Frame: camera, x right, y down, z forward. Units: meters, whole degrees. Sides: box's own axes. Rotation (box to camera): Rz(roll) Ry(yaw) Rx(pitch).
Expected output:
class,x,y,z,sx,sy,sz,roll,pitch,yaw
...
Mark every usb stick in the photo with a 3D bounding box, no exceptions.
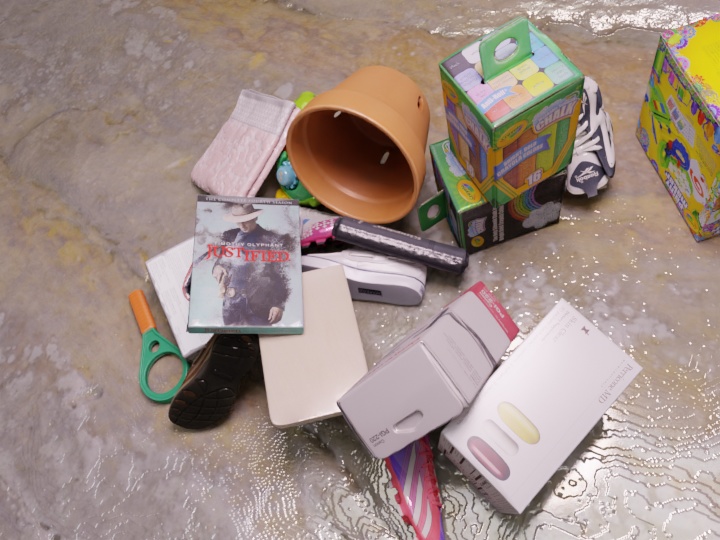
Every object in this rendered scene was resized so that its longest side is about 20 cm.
class,x,y,z,sx,sy,sz,roll,pitch,yaw
usb stick,0.057,-0.037,0.858,0.196,0.033,0.056,16,26,6

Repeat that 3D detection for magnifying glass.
class,x,y,z,sx,sy,sz,roll,pitch,yaw
magnifying glass,-0.318,0.113,0.938,0.079,0.022,0.202,-31,62,-2

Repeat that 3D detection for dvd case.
class,x,y,z,sx,sy,sz,roll,pitch,yaw
dvd case,-0.147,-0.012,0.794,0.142,0.022,0.204,2,56,-11

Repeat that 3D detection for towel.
class,x,y,z,sx,sy,sz,roll,pitch,yaw
towel,-0.194,-0.204,1.000,0.199,0.032,0.193,31,90,50

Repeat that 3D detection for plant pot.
class,x,y,z,sx,sy,sz,roll,pitch,yaw
plant pot,0.012,-0.187,0.851,0.196,0.202,0.142,14,56,21

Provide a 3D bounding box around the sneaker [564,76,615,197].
class,x,y,z,sx,sy,sz,roll,pitch,yaw
sneaker,0.301,-0.172,0.834,0.078,0.198,0.133,-13,71,29

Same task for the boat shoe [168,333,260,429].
class,x,y,z,sx,sy,sz,roll,pitch,yaw
boat shoe,-0.195,0.136,0.836,0.201,0.075,0.074,-49,24,23

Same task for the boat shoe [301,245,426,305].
class,x,y,z,sx,sy,sz,roll,pitch,yaw
boat shoe,0.000,0.000,0.889,0.195,0.074,0.066,12,58,7

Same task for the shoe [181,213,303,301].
class,x,y,z,sx,sy,sz,roll,pitch,yaw
shoe,-0.162,-0.021,0.853,0.071,0.091,0.200,43,84,13

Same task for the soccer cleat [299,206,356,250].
class,x,y,z,sx,sy,sz,roll,pitch,yaw
soccer cleat,-0.088,-0.071,0.934,0.196,0.070,0.088,-13,81,9

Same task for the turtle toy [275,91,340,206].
class,x,y,z,sx,sy,sz,roll,pitch,yaw
turtle toy,-0.078,-0.192,0.982,0.142,0.101,0.204,-9,62,9

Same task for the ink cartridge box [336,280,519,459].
class,x,y,z,sx,sy,sz,roll,pitch,yaw
ink cartridge box,0.083,0.110,0.701,0.145,0.199,0.085,-41,86,33

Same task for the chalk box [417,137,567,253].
class,x,y,z,sx,sy,sz,roll,pitch,yaw
chalk box,0.172,-0.116,0.866,0.196,0.125,0.126,-19,60,3

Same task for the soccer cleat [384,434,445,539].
class,x,y,z,sx,sy,sz,roll,pitch,yaw
soccer cleat,0.067,0.244,0.747,0.075,0.067,0.202,-24,57,-4

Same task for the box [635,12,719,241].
class,x,y,z,sx,sy,sz,roll,pitch,yaw
box,0.467,-0.184,0.785,0.119,0.193,0.204,-17,61,5

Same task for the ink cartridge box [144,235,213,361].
class,x,y,z,sx,sy,sz,roll,pitch,yaw
ink cartridge box,-0.205,0.018,0.919,0.197,0.057,0.165,-26,76,-6

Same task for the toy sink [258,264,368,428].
class,x,y,z,sx,sy,sz,roll,pitch,yaw
toy sink,-0.061,0.116,0.806,0.127,0.113,0.203,-12,58,-5

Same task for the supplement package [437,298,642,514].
class,x,y,z,sx,sy,sz,roll,pitch,yaw
supplement package,0.194,0.160,0.693,0.111,0.156,0.200,42,79,18

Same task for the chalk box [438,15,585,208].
class,x,y,z,sx,sy,sz,roll,pitch,yaw
chalk box,0.176,-0.199,0.721,0.123,0.201,0.125,-29,60,-2
